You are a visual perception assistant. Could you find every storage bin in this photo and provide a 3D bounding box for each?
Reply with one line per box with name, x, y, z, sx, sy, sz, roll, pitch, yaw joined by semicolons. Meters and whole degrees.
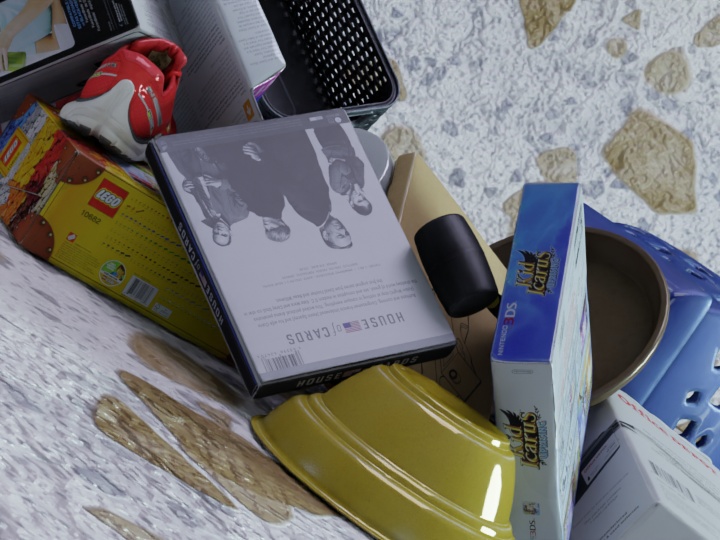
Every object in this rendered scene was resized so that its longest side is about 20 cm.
storage bin;-0.074;-0.188;1.742;0.135;0.094;0.200;-12;70;-37

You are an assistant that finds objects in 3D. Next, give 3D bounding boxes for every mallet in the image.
mallet;0.092;0.026;1.521;0.200;0.041;0.066;46;19;-59

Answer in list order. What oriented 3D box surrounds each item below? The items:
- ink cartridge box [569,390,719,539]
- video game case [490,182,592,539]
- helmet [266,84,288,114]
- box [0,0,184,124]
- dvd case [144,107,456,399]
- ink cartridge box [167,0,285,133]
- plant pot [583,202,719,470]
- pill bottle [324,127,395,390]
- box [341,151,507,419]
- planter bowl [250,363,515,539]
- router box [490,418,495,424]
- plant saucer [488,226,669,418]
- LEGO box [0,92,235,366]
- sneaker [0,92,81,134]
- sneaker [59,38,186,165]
ink cartridge box;0.220;0.187;1.629;0.145;0.084;0.200;38;15;-21
video game case;0.126;0.069;1.498;0.045;0.182;0.200;1;37;12
helmet;-0.151;-0.121;1.838;0.191;0.200;0.200;36;5;5
box;-0.240;-0.158;1.574;0.117;0.200;0.060;12;59;-79
dvd case;-0.041;-0.016;1.451;0.150;0.025;0.200;-11;61;-27
ink cartridge box;-0.119;-0.151;1.640;0.200;0.043;0.196;67;-28;10
plant pot;0.215;0.069;1.818;0.180;0.200;0.200;28;10;-48
pill bottle;0.000;0.000;1.619;0.114;0.114;0.200;39;-24;46
box;0.053;0.043;1.540;0.021;0.200;0.164;-11;-42;30
planter bowl;0.035;0.117;1.376;0.200;0.084;0.200;33;6;-4
router box;0.091;0.132;1.763;0.149;0.051;0.200;39;7;29
plant saucer;0.143;0.045;1.694;0.200;0.200;0.030;39;-22;45
LEGO box;-0.156;-0.027;1.536;0.200;0.077;0.149;31;6;-29
sneaker;-0.256;-0.135;1.711;0.200;0.113;0.071;35;5;12
sneaker;-0.152;-0.124;1.545;0.077;0.085;0.200;34;5;-3
